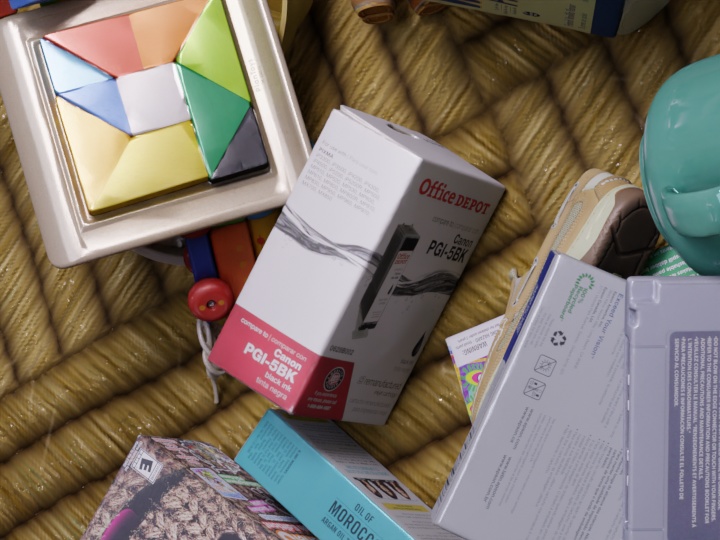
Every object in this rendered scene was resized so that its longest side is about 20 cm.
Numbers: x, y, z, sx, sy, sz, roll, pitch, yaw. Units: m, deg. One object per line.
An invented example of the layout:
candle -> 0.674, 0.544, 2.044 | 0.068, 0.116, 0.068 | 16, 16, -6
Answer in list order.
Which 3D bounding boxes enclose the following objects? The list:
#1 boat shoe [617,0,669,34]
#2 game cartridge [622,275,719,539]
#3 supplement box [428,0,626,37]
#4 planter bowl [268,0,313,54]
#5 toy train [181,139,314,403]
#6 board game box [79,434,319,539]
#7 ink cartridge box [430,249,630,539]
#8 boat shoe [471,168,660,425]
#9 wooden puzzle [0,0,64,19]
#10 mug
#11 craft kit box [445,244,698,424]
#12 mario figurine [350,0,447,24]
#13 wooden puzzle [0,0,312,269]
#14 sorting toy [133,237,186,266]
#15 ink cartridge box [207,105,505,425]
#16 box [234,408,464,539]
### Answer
boat shoe -> 0.223, -0.254, 1.678 | 0.062, 0.073, 0.200 | 48, 111, 21
game cartridge -> 0.234, 0.103, 1.562 | 0.133, 0.041, 0.201 | 0, 97, 1
supplement box -> 0.095, -0.281, 1.612 | 0.199, 0.134, 0.201 | 12, 82, 5
planter bowl -> -0.090, -0.227, 1.820 | 0.200, 0.083, 0.201 | 21, 119, 44
toy train -> -0.071, 0.000, 1.804 | 0.115, 0.085, 0.201 | -12, 119, 0
board game box -> -0.104, 0.239, 1.773 | 0.200, 0.097, 0.160 | 33, 99, 28
ink cartridge box -> 0.175, 0.114, 1.599 | 0.199, 0.041, 0.200 | 25, 95, -4
boat shoe -> 0.128, 0.025, 1.654 | 0.076, 0.072, 0.200 | 37, 96, 46
wooden puzzle -> -0.212, -0.213, 1.756 | 0.200, 0.185, 0.046 | -18, 91, 51
mug -> 0.241, -0.070, 1.577 | 0.114, 0.185, 0.153 | -15, 67, 30
craft kit box -> 0.176, 0.104, 1.671 | 0.200, 0.048, 0.198 | -25, 75, 24
mario figurine -> 0.011, -0.286, 1.773 | 0.106, 0.123, 0.201 | -25, 76, 40
wooden puzzle -> -0.147, -0.114, 1.719 | 0.199, 0.037, 0.186 | -17, 81, -1
sorting toy -> -0.201, -0.121, 1.858 | 0.180, 0.107, 0.201 | 38, 130, 52
ink cartridge box -> 0.000, 0.000, 1.721 | 0.083, 0.147, 0.200 | 31, 99, 27
box -> 0.009, 0.177, 1.729 | 0.200, 0.082, 0.049 | 40, 104, 27
